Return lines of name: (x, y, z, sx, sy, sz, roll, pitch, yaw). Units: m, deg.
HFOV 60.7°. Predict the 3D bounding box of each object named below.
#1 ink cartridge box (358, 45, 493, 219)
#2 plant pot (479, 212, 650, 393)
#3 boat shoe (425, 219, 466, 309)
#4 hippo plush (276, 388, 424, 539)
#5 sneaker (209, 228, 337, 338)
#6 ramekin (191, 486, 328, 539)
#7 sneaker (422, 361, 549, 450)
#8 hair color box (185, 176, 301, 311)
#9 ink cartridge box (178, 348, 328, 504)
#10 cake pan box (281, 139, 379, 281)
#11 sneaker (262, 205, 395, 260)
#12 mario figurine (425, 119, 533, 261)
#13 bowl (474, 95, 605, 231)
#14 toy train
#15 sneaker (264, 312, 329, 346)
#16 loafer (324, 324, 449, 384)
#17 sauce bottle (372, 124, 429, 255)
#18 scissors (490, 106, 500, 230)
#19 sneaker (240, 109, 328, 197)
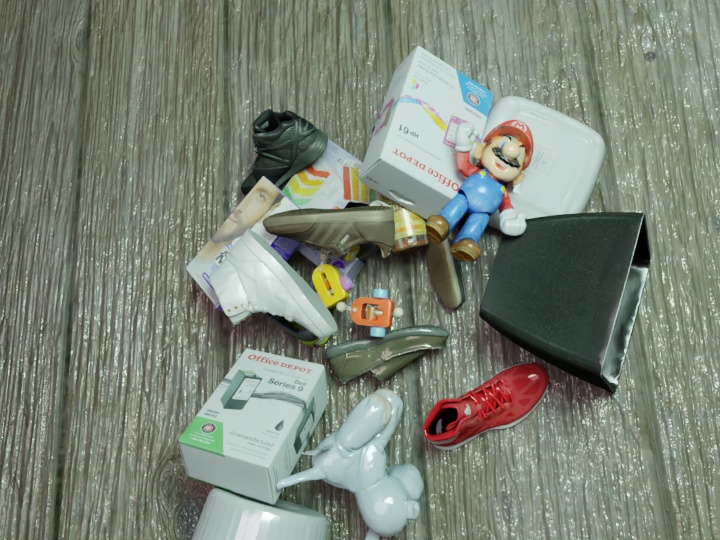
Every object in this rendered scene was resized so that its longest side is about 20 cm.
ink cartridge box: (0.098, -0.196, 0.900, 0.143, 0.084, 0.202, 25, 70, -18)
plant pot: (0.276, 0.032, 0.836, 0.176, 0.199, 0.203, 16, 82, 30)
boat shoe: (0.137, -0.042, 0.954, 0.064, 0.072, 0.203, -8, 73, -20)
hippo plush: (0.026, 0.275, 0.856, 0.161, 0.199, 0.160, 47, 114, 13)
sneaker: (-0.134, 0.050, 0.904, 0.116, 0.074, 0.200, -46, 80, 5)
ramekin: (-0.140, 0.378, 0.871, 0.198, 0.201, 0.099, 10, 73, 18)
sneaker: (0.176, 0.192, 0.859, 0.199, 0.115, 0.079, -36, 70, 6)
hair color box: (-0.177, -0.038, 0.989, 0.200, 0.065, 0.109, -49, 57, 0)
ink cartridge box: (-0.150, 0.219, 0.908, 0.144, 0.085, 0.201, 9, 36, 17)
cake pan box: (-0.040, -0.097, 1.030, 0.199, 0.052, 0.185, 39, 92, 20)
sneaker: (-0.048, -0.050, 0.892, 0.197, 0.070, 0.077, -1, 104, 15)
mario figurine: (0.167, -0.118, 0.805, 0.105, 0.123, 0.201, 17, 70, 49)
bowl: (0.258, -0.155, 0.916, 0.198, 0.075, 0.202, 25, 84, 4)
toy train: (0.000, 0.000, 0.941, 0.148, 0.056, 0.203, -2, 82, 20)
sneaker: (-0.134, 0.049, 1.006, 0.199, 0.081, 0.074, 32, 87, 21)
loafer: (0.044, 0.130, 0.945, 0.197, 0.075, 0.071, -15, 85, 18)
sauce bottle: (0.056, -0.127, 0.948, 0.065, 0.066, 0.203, -16, 82, 12)
scissors: (0.210, -0.162, 0.960, 0.072, 0.014, 0.203, -21, 87, -3)
sneaker: (-0.157, -0.200, 1.032, 0.198, 0.114, 0.077, -28, 36, 39)
